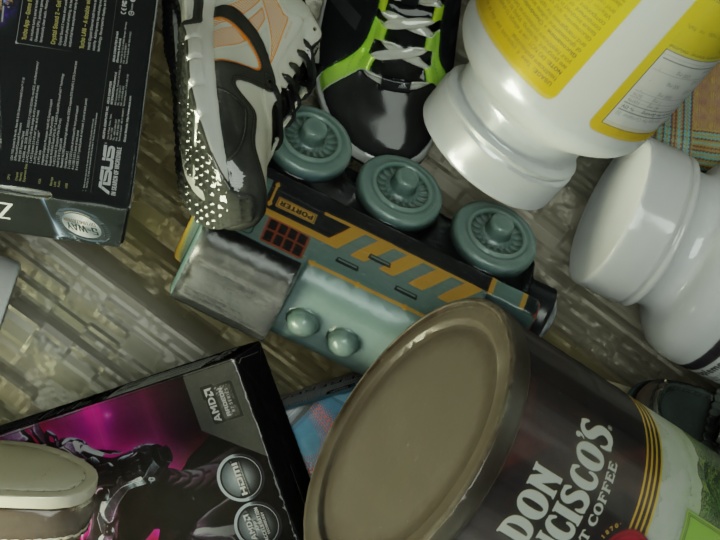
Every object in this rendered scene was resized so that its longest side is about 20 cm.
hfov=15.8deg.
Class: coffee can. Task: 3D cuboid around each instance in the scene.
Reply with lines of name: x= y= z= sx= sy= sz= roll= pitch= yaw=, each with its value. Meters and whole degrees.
coffee can: x=0.096 y=0.123 z=1.204 sx=0.200 sy=0.146 sz=0.146 roll=32 pitch=89 yaw=-25

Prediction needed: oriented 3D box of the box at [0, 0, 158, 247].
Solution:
box: x=-0.180 y=-0.119 z=1.258 sx=0.160 sy=0.044 sz=0.200 roll=7 pitch=64 yaw=-7

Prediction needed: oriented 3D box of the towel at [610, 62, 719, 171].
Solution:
towel: x=0.219 y=-0.111 z=1.293 sx=0.200 sy=0.022 sz=0.147 roll=7 pitch=114 yaw=18

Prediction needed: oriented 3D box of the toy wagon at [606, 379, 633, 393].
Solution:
toy wagon: x=0.111 y=0.156 z=1.317 sx=0.155 sy=0.040 sz=0.200 roll=17 pitch=82 yaw=-27

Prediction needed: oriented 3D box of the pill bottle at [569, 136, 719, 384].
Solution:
pill bottle: x=0.211 y=0.011 z=1.304 sx=0.200 sy=0.111 sz=0.111 roll=26 pitch=90 yaw=-12

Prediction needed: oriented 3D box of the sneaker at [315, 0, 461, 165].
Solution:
sneaker: x=0.018 y=-0.149 z=1.300 sx=0.072 sy=0.083 sz=0.200 roll=5 pitch=92 yaw=-6

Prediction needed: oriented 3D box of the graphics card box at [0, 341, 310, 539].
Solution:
graphics card box: x=-0.123 y=0.124 z=1.281 sx=0.200 sy=0.051 sz=0.125 roll=-18 pitch=94 yaw=16

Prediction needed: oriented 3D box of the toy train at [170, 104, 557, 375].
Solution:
toy train: x=0.000 y=0.000 z=1.285 sx=0.200 sy=0.085 sz=0.114 roll=27 pitch=47 yaw=-5

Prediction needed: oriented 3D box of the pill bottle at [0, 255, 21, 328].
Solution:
pill bottle: x=-0.275 y=0.007 z=1.263 sx=0.200 sy=0.110 sz=0.110 roll=18 pitch=90 yaw=-6

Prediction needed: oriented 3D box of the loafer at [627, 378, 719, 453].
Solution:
loafer: x=0.222 y=0.110 z=1.320 sx=0.200 sy=0.063 sz=0.072 roll=36 pitch=53 yaw=-22

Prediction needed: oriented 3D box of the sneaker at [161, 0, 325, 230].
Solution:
sneaker: x=-0.053 y=-0.097 z=1.251 sx=0.080 sy=0.200 sz=0.074 roll=3 pitch=134 yaw=-9

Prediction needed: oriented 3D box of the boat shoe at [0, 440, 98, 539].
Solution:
boat shoe: x=-0.215 y=0.117 z=1.244 sx=0.200 sy=0.072 sz=0.060 roll=1 pitch=104 yaw=20

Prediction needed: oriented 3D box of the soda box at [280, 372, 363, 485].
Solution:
soda box: x=0.007 y=0.155 z=1.317 sx=0.064 sy=0.068 sz=0.200 roll=-18 pitch=94 yaw=4

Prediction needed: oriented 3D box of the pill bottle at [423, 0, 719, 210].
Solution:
pill bottle: x=0.120 y=-0.126 z=1.247 sx=0.112 sy=0.112 sz=0.200 roll=38 pitch=118 yaw=-6
